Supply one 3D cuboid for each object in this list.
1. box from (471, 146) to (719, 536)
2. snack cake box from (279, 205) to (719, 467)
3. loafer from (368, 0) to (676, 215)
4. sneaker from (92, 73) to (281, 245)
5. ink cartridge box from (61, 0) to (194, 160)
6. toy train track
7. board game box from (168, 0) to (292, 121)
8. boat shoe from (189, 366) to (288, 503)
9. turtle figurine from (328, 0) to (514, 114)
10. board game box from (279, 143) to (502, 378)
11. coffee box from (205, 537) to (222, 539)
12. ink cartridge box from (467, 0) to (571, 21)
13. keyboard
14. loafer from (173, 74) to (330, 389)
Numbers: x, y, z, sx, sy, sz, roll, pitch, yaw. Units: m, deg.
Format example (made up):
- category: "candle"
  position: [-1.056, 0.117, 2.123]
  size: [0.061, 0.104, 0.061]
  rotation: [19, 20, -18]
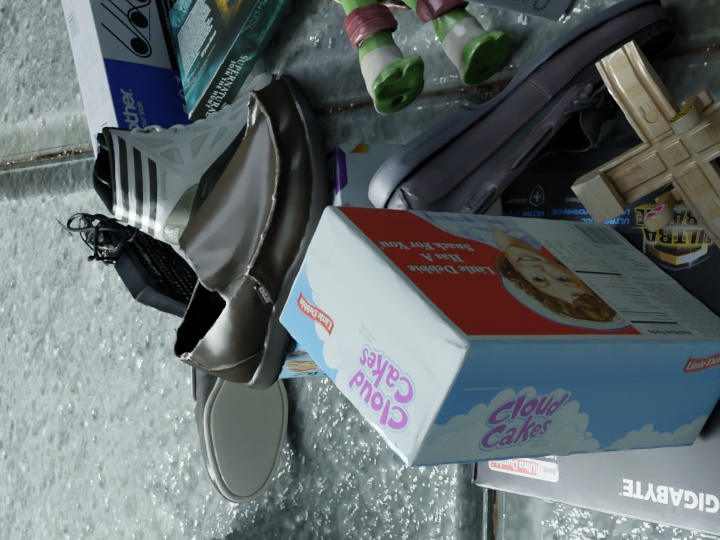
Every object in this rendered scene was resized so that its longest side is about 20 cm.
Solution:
- category: "box"
  position: [0.148, 0.033, 0.799]
  size: [0.199, 0.049, 0.201]
  rotation: [4, 89, 52]
- category: "snack cake box"
  position: [0.077, 0.029, 0.691]
  size: [0.115, 0.199, 0.068]
  rotation: [47, 123, 40]
- category: "loafer"
  position: [0.099, -0.075, 0.792]
  size: [0.063, 0.199, 0.072]
  rotation: [53, 169, 17]
- category: "sneaker"
  position: [-0.122, -0.096, 1.023]
  size: [0.201, 0.114, 0.076]
  rotation: [-70, 1, -51]
- category: "ink cartridge box"
  position: [-0.183, -0.165, 1.184]
  size: [0.044, 0.093, 0.202]
  rotation: [-38, 58, 42]
- category: "toy train track"
  position: [0.178, -0.070, 0.666]
  size: [0.199, 0.033, 0.115]
  rotation: [-30, 101, 38]
- category: "board game box"
  position: [-0.085, -0.227, 1.098]
  size: [0.200, 0.028, 0.136]
  rotation: [-53, 36, 34]
- category: "boat shoe"
  position: [-0.096, 0.079, 1.087]
  size: [0.057, 0.066, 0.202]
  rotation: [133, 135, -61]
- category: "turtle figurine"
  position: [0.016, -0.213, 0.899]
  size: [0.200, 0.143, 0.195]
  rotation: [-42, 66, 32]
- category: "board game box"
  position: [0.000, 0.000, 0.897]
  size: [0.200, 0.104, 0.104]
  rotation: [149, 118, -64]
- category: "coffee box"
  position: [-0.160, 0.331, 1.030]
  size: [0.197, 0.198, 0.202]
  rotation: [35, 114, 46]
- category: "ink cartridge box"
  position: [0.085, -0.238, 0.778]
  size: [0.197, 0.199, 0.043]
  rotation: [-56, 48, 30]
- category: "keyboard"
  position: [-0.146, -0.013, 1.021]
  size: [0.040, 0.103, 0.200]
  rotation: [-66, 24, 6]
- category: "loafer"
  position: [-0.068, -0.016, 0.833]
  size: [0.073, 0.071, 0.202]
  rotation: [-124, 40, -54]
